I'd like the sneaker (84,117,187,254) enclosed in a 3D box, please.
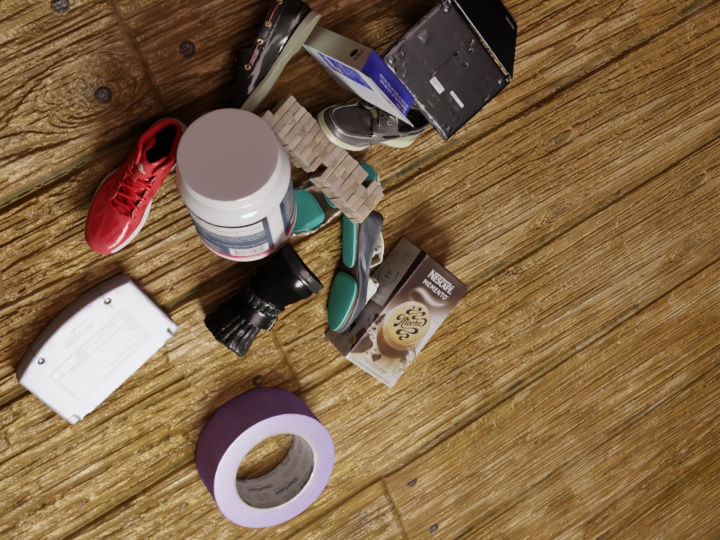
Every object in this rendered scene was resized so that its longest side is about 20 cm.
[{"bbox_3d":[-0.286,-0.111,1.293,0.078,0.116,0.200,30,88,-5],"label":"sneaker"}]

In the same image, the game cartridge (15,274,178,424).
[{"bbox_3d":[-0.361,0.103,1.414,0.200,0.040,0.133,-43,130,-6],"label":"game cartridge"}]

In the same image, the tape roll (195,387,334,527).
[{"bbox_3d":[-0.146,0.287,1.597,0.200,0.085,0.201,-12,118,-25],"label":"tape roll"}]

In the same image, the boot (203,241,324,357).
[{"bbox_3d":[-0.135,0.045,1.422,0.158,0.211,0.079,-42,93,-9],"label":"boot"}]

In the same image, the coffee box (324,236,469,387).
[{"bbox_3d":[0.057,0.064,1.608,0.113,0.080,0.200,36,92,-36],"label":"coffee box"}]

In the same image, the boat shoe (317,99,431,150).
[{"bbox_3d":[0.024,-0.209,1.430,0.066,0.072,0.201,-34,163,36],"label":"boat shoe"}]

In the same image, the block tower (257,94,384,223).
[{"bbox_3d":[-0.054,-0.152,1.413,0.200,0.054,0.058,43,77,-16],"label":"block tower"}]

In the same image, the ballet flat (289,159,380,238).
[{"bbox_3d":[-0.062,-0.092,1.475,0.200,0.064,0.076,-24,83,-17],"label":"ballet flat"}]

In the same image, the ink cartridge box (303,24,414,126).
[{"bbox_3d":[0.004,-0.255,1.348,0.039,0.200,0.099,-48,128,-1],"label":"ink cartridge box"}]

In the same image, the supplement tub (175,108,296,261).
[{"bbox_3d":[-0.155,-0.105,1.316,0.140,0.140,0.200,-35,165,-11],"label":"supplement tub"}]

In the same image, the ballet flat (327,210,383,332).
[{"bbox_3d":[0.000,0.000,1.554,0.073,0.073,0.201,-2,112,-29],"label":"ballet flat"}]

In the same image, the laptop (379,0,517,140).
[{"bbox_3d":[0.129,-0.322,1.468,0.200,0.103,0.177,-43,127,5],"label":"laptop"}]

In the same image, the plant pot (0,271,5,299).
[{"bbox_3d":[-0.503,-0.064,1.177,0.186,0.186,0.201,-4,101,-29],"label":"plant pot"}]

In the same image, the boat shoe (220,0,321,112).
[{"bbox_3d":[-0.133,-0.268,1.353,0.063,0.074,0.202,36,105,-1],"label":"boat shoe"}]
